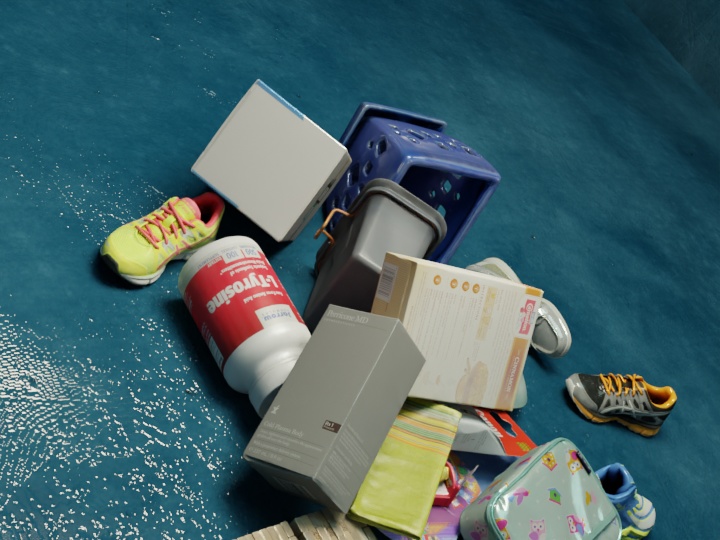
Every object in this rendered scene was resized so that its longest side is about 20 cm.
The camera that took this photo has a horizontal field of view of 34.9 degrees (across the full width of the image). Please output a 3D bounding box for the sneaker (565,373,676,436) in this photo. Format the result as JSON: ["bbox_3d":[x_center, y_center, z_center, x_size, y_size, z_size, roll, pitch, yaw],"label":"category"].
[{"bbox_3d":[0.395,0.188,1.741,0.198,0.077,0.079,17,39,-28],"label":"sneaker"}]

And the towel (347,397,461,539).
[{"bbox_3d":[0.052,0.212,1.276,0.085,0.018,0.201,14,37,10],"label":"towel"}]

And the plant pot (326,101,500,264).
[{"bbox_3d":[0.056,-0.129,1.694,0.198,0.201,0.181,6,38,-39],"label":"plant pot"}]

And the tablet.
[{"bbox_3d":[0.155,0.259,1.469,0.129,0.014,0.201,31,32,-11],"label":"tablet"}]

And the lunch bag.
[{"bbox_3d":[0.224,0.306,1.369,0.199,0.077,0.162,-30,85,-41],"label":"lunch bag"}]

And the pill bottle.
[{"bbox_3d":[-0.125,0.068,1.333,0.111,0.113,0.201,-1,48,-45],"label":"pill bottle"}]

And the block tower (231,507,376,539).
[{"bbox_3d":[-0.074,0.290,1.160,0.198,0.058,0.054,-4,50,-50],"label":"block tower"}]

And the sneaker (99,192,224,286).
[{"bbox_3d":[-0.237,-0.051,1.393,0.078,0.091,0.200,44,34,8],"label":"sneaker"}]

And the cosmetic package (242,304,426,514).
[{"bbox_3d":[-0.025,0.144,1.226,0.090,0.106,0.202,52,56,-44],"label":"cosmetic package"}]

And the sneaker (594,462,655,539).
[{"bbox_3d":[0.345,0.307,1.513,0.198,0.105,0.076,5,44,-41],"label":"sneaker"}]

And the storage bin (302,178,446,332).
[{"bbox_3d":[0.000,0.000,1.482,0.144,0.200,0.135,33,41,-7],"label":"storage bin"}]

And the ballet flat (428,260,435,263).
[{"bbox_3d":[0.103,0.069,1.454,0.201,0.072,0.074,57,22,-28],"label":"ballet flat"}]

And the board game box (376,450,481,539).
[{"bbox_3d":[0.070,0.241,1.361,0.157,0.039,0.200,36,32,7],"label":"board game box"}]

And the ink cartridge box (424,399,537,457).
[{"bbox_3d":[0.133,0.173,1.468,0.197,0.051,0.162,9,22,-31],"label":"ink cartridge box"}]

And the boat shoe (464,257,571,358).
[{"bbox_3d":[0.239,0.060,1.754,0.064,0.075,0.202,-13,54,-44],"label":"boat shoe"}]

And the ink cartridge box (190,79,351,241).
[{"bbox_3d":[-0.111,-0.138,1.509,0.146,0.147,0.200,37,2,0],"label":"ink cartridge box"}]

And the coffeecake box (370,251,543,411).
[{"bbox_3d":[0.108,0.075,1.374,0.198,0.156,0.073,12,4,-33],"label":"coffeecake box"}]

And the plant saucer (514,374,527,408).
[{"bbox_3d":[0.161,0.110,1.597,0.199,0.039,0.202,30,20,-12],"label":"plant saucer"}]
